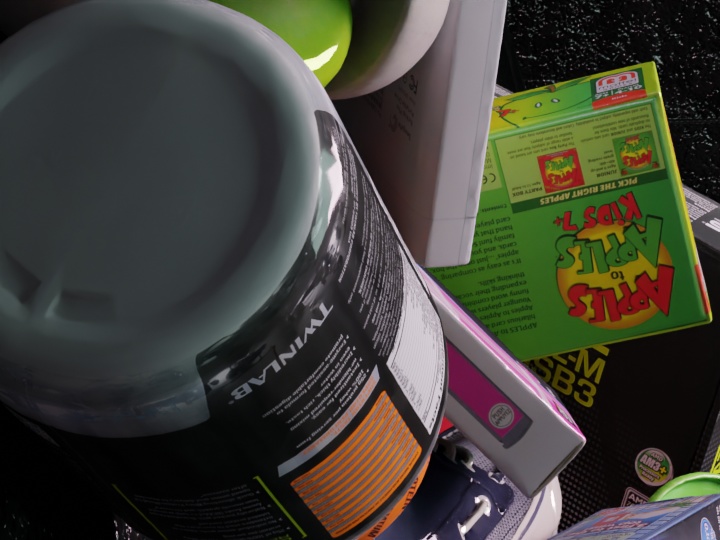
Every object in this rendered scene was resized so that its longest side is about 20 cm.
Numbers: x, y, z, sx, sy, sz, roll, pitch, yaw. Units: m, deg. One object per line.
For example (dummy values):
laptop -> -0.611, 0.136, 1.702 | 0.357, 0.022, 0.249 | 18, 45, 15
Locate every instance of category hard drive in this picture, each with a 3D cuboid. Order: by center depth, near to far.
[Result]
hard drive -> 0.020, -0.120, 0.921 | 0.132, 0.027, 0.200 | -129, -139, -57

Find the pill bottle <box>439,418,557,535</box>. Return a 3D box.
pill bottle -> 0.017, 0.040, 1.146 | 0.112, 0.112, 0.200 | 23, 55, -80

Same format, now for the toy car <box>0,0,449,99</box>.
toy car -> -0.032, -0.153, 0.805 | 0.175, 0.150, 0.200 | 6, 67, -42

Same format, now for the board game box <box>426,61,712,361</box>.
board game box -> 0.035, -0.011, 1.034 | 0.048, 0.200, 0.102 | -81, 157, -69

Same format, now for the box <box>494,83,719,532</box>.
box -> 0.093, 0.031, 1.197 | 0.047, 0.200, 0.193 | -29, 141, -46

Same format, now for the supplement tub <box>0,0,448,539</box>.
supplement tub -> -0.043, 0.015, 0.738 | 0.200, 0.122, 0.123 | 62, 17, -64

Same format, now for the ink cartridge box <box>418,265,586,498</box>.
ink cartridge box -> 0.000, 0.000, 0.951 | 0.200, 0.037, 0.095 | 42, 5, -8

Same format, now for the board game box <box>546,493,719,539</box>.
board game box -> 0.077, 0.183, 0.917 | 0.200, 0.062, 0.201 | 7, 73, -54

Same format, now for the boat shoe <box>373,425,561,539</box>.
boat shoe -> 0.024, 0.085, 0.986 | 0.200, 0.075, 0.093 | -59, 134, -62

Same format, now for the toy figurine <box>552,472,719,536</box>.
toy figurine -> 0.082, 0.187, 1.155 | 0.150, 0.200, 0.184 | 46, -28, -10
